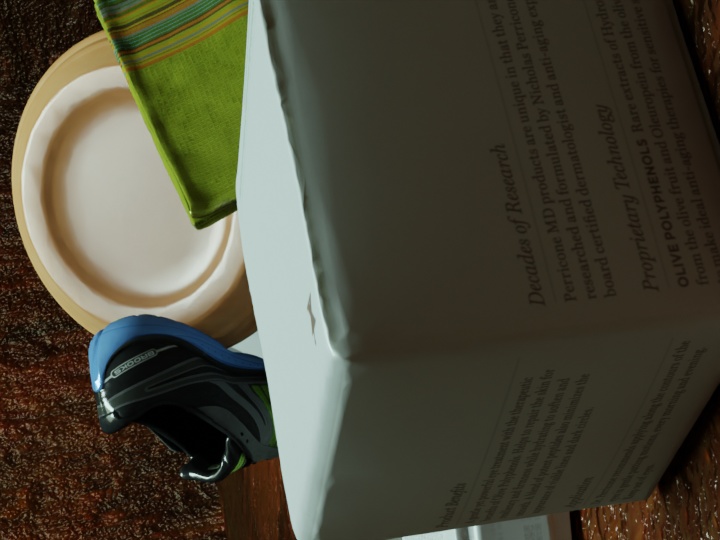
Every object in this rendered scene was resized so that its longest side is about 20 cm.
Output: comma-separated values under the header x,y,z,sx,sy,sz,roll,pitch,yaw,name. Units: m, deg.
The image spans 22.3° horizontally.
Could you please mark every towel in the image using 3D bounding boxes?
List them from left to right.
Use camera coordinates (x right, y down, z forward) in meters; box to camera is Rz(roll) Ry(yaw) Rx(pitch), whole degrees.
x,y,z,sx,sy,sz,roll,pitch,yaw,name
-0.084,-0.108,0.991,0.018,0.086,0.200,58,-177,-48,towel

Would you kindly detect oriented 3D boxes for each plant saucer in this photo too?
x,y,z,sx,sy,sz,roll,pitch,yaw,name
-0.123,-0.044,1.065,0.037,0.199,0.201,-25,-70,-65,plant saucer

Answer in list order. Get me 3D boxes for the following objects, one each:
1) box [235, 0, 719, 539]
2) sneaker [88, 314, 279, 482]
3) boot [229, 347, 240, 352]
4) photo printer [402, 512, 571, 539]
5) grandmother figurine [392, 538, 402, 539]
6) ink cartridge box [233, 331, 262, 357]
x,y,z,sx,sy,sz,roll,pitch,yaw,name
0.044,-0.014,0.783,0.199,0.170,0.201,101,159,-61,box
-0.070,0.089,1.059,0.071,0.199,0.083,-31,49,46,sneaker
-0.033,0.038,1.288,0.074,0.199,0.096,-52,22,29,boot
0.064,0.122,1.063,0.200,0.069,0.167,178,85,-81,photo printer
0.017,0.092,1.184,0.060,0.121,0.201,-11,67,62,grandmother figurine
-0.036,-0.060,1.182,0.145,0.084,0.201,103,-166,-61,ink cartridge box
